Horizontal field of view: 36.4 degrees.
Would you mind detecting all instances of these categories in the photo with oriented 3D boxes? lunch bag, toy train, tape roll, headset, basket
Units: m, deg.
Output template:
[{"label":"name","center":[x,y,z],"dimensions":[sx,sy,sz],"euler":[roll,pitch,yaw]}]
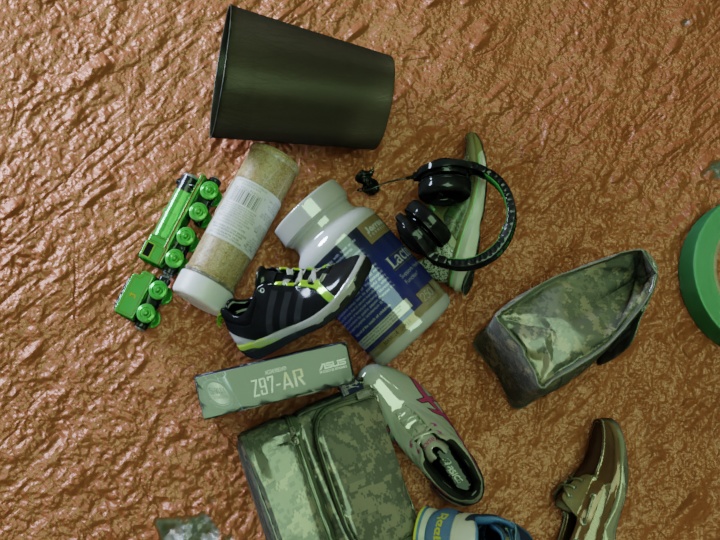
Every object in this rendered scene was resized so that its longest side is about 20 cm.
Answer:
[{"label":"lunch bag","center":[0.246,0.060,1.262],"dimensions":[0.199,0.164,0.118],"euler":[-31,80,-11]},{"label":"toy train","center":[-0.224,-0.026,1.277],"dimensions":[0.056,0.042,0.202],"euler":[23,77,8]},{"label":"tape roll","center":[0.499,0.005,1.368],"dimensions":[0.198,0.048,0.203],"euler":[1,80,-8]},{"label":"lunch bag","center":[-0.033,0.237,1.206],"dimensions":[0.166,0.139,0.202],"euler":[-19,82,-12]},{"label":"headset","center":[0.085,-0.072,1.274],"dimensions":[0.198,0.094,0.125],"euler":[23,81,15]},{"label":"basket","center":[-0.068,-0.216,1.285],"dimensions":[0.197,0.137,0.182],"euler":[9,46,-13]}]

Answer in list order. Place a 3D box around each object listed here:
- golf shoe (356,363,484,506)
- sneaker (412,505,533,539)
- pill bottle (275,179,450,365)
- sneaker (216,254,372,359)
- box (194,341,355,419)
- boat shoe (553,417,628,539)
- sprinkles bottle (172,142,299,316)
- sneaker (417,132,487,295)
[{"label":"golf shoe","center":[0.073,0.183,1.254],"dimensions":[0.073,0.092,0.200],"euler":[-42,86,-10]},{"label":"sneaker","center":[0.143,0.307,1.207],"dimensions":[0.199,0.082,0.075],"euler":[21,69,-45]},{"label":"pill bottle","center":[0.000,0.000,1.263],"dimensions":[0.116,0.116,0.200],"euler":[-42,88,-13]},{"label":"sneaker","center":[-0.080,0.027,1.191],"dimensions":[0.199,0.072,0.083],"euler":[-32,105,26]},{"label":"box","center":[-0.099,0.118,1.185],"dimensions":[0.158,0.200,0.044],"euler":[-13,87,-9]},{"label":"boat shoe","center":[0.263,0.269,1.275],"dimensions":[0.071,0.076,0.202],"euler":[12,77,-4]},{"label":"sprinkles bottle","center":[-0.143,-0.048,1.276],"dimensions":[0.068,0.068,0.202],"euler":[28,77,-2]},{"label":"sneaker","center":[0.106,-0.075,1.319],"dimensions":[0.087,0.077,0.202],"euler":[8,75,6]}]
